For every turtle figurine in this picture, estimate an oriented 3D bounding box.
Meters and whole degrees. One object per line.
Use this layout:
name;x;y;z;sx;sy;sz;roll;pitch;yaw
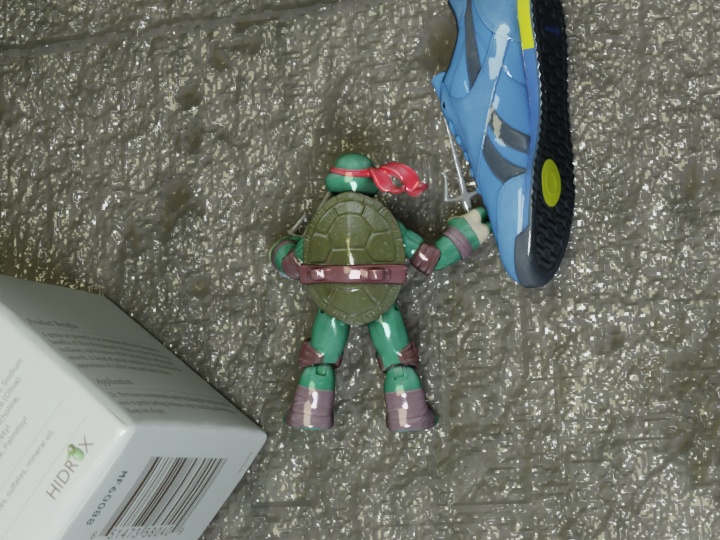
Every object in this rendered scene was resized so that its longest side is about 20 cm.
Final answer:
turtle figurine;0.000;0.000;1.196;0.149;0.101;0.201;2;92;24

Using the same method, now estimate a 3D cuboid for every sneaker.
sneaker;0.088;-0.086;1.188;0.078;0.066;0.201;-6;81;27

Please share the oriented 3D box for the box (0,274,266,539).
box;-0.209;0.128;1.204;0.171;0.199;0.200;39;99;21
